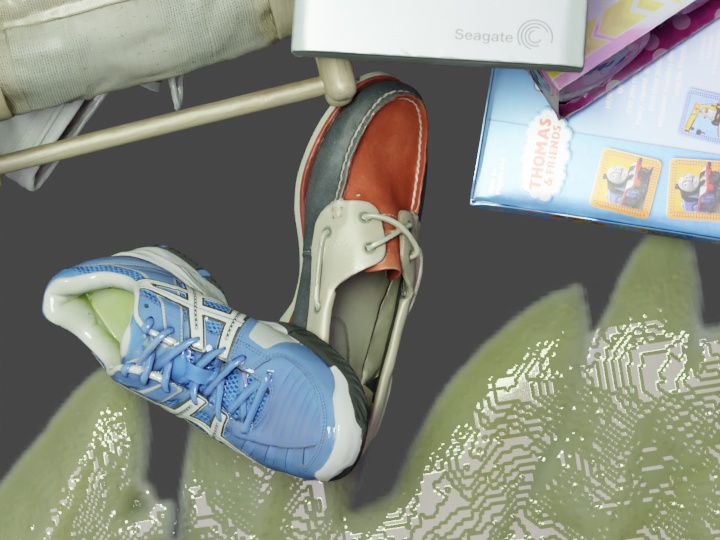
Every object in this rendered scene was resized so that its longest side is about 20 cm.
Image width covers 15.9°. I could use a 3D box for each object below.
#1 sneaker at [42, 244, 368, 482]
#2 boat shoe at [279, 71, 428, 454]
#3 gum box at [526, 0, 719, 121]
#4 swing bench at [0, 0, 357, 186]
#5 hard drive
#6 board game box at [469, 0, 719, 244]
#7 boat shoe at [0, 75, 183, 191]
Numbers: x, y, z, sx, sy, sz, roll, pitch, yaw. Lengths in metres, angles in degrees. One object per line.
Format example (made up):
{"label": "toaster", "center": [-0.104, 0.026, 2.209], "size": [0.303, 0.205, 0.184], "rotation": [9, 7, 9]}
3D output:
{"label": "sneaker", "center": [-0.079, 0.050, 1.282], "size": [0.200, 0.077, 0.076], "rotation": [28, 109, 37]}
{"label": "boat shoe", "center": [0.000, 0.000, 1.310], "size": [0.071, 0.063, 0.200], "rotation": [14, 94, -32]}
{"label": "gum box", "center": [0.149, -0.180, 1.275], "size": [0.200, 0.066, 0.114], "rotation": [-34, 78, -1]}
{"label": "swing bench", "center": [-0.120, -0.154, 1.235], "size": [0.199, 0.130, 0.200], "rotation": [-14, 93, -1]}
{"label": "hard drive", "center": [0.041, -0.193, 1.163], "size": [0.132, 0.027, 0.200], "rotation": [3, 89, 2]}
{"label": "board game box", "center": [0.166, -0.092, 1.318], "size": [0.200, 0.037, 0.151], "rotation": [9, 89, 6]}
{"label": "boat shoe", "center": [-0.116, -0.118, 1.333], "size": [0.202, 0.075, 0.086], "rotation": [-45, 83, 6]}
